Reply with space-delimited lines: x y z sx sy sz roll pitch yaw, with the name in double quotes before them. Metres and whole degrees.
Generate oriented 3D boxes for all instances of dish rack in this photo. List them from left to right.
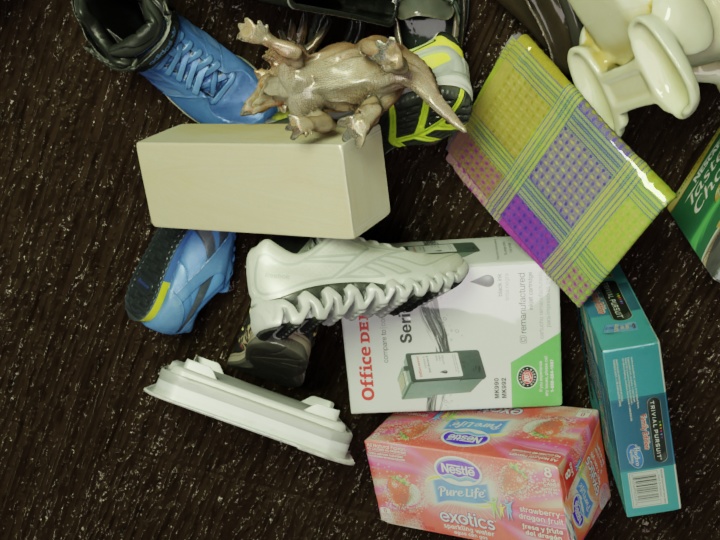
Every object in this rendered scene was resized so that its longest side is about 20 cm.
"dish rack" -0.097 0.125 0.956 0.199 0.172 0.044 19 86 -3

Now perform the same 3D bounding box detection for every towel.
"towel" 0.157 -0.086 0.848 0.200 0.023 0.144 52 135 23

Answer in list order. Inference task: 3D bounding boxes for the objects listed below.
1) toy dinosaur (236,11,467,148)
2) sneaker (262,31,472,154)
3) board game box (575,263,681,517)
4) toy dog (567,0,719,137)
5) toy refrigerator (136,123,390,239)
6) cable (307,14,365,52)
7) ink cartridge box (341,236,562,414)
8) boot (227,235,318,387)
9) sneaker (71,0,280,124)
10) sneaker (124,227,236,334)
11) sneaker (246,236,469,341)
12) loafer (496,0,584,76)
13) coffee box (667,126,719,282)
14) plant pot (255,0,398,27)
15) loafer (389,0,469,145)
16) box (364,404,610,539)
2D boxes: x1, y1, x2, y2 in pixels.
"toy dinosaur" -0.010 -0.149 0.772 0.199 0.136 0.086 7 108 15
"sneaker" 0.006 -0.137 0.850 0.199 0.077 0.075 -10 147 29
"board game box" 0.229 0.093 0.890 0.047 0.200 0.152 -10 109 8
"toy dog" 0.262 -0.219 0.794 0.199 0.140 0.194 -29 87 -16
"toy refrigerator" -0.079 -0.077 0.827 0.199 0.070 0.076 4 113 30
"cable" -0.041 -0.146 0.921 0.097 0.050 0.201 9 99 19
"ink cartridge box" 0.083 0.051 0.947 0.199 0.084 0.147 -4 109 5
"boot" -0.067 0.023 0.937 0.073 0.200 0.151 17 74 -5
"sneaker" -0.157 -0.178 0.860 0.200 0.111 0.077 41 100 -6
"sneaker" -0.145 -0.030 0.957 0.078 0.066 0.201 20 103 -41
"sneaker" 0.000 0.000 0.829 0.199 0.075 0.081 -9 76 -28
"loafer" 0.135 -0.249 0.850 0.071 0.073 0.201 -20 105 23
"coffee box" 0.315 -0.064 0.828 0.044 0.200 0.123 27 111 -3
"plant pot" -0.078 -0.302 0.769 0.177 0.199 0.201 12 103 21
"loafer" 0.060 -0.206 0.867 0.071 0.063 0.201 -4 110 6
"box" 0.117 0.184 0.942 0.199 0.103 0.095 2 114 36
